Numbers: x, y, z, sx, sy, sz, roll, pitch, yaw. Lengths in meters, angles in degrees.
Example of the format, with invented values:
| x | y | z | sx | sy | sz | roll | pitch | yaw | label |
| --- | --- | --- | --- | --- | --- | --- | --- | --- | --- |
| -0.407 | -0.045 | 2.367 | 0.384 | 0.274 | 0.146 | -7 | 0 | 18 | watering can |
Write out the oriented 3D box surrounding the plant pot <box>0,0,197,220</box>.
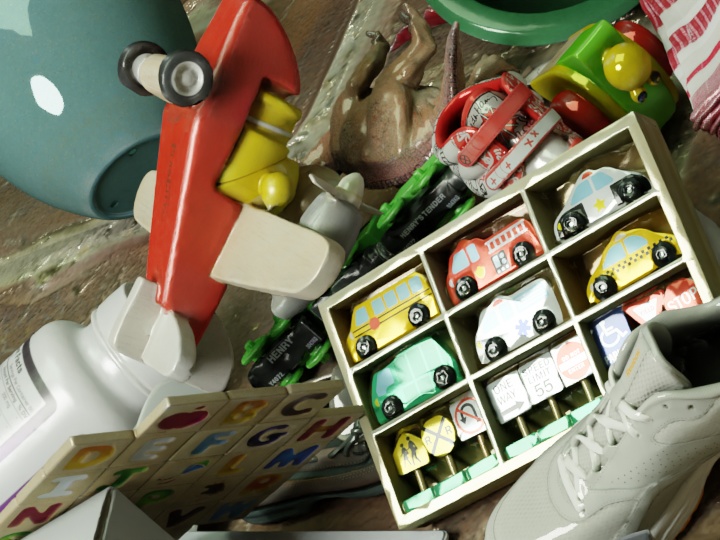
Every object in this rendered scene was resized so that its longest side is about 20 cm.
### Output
| x | y | z | sx | sy | sz | roll | pitch | yaw | label |
| --- | --- | --- | --- | --- | --- | --- | --- | --- | --- |
| -0.195 | -0.119 | 1.457 | 0.200 | 0.200 | 0.135 | -41 | 64 | 10 | plant pot |

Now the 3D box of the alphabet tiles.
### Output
| x | y | z | sx | sy | sz | roll | pitch | yaw | label |
| --- | --- | --- | --- | --- | --- | --- | --- | --- | --- |
| -0.096 | 0.105 | 0.959 | 0.200 | 0.165 | 0.006 | -45 | 58 | 45 | alphabet tiles |

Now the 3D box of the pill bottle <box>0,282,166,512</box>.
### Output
| x | y | z | sx | sy | sz | roll | pitch | yaw | label |
| --- | --- | --- | --- | --- | --- | --- | --- | --- | --- |
| -0.191 | 0.103 | 1.208 | 0.200 | 0.111 | 0.112 | -42 | 28 | 9 | pill bottle |

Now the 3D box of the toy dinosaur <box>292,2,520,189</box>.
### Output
| x | y | z | sx | sy | sz | roll | pitch | yaw | label |
| --- | --- | --- | --- | --- | --- | --- | --- | --- | --- |
| 0.016 | -0.074 | 1.153 | 0.200 | 0.086 | 0.136 | -23 | 35 | 59 | toy dinosaur |

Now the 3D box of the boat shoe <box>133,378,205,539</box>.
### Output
| x | y | z | sx | sy | sz | roll | pitch | yaw | label |
| --- | --- | --- | --- | --- | --- | --- | --- | --- | --- |
| -0.128 | 0.158 | 1.106 | 0.201 | 0.070 | 0.064 | -67 | 8 | -25 | boat shoe |

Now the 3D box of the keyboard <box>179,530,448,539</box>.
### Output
| x | y | z | sx | sy | sz | roll | pitch | yaw | label |
| --- | --- | --- | --- | --- | --- | --- | --- | --- | --- |
| -0.039 | 0.160 | 1.002 | 0.199 | 0.011 | 0.057 | -7 | 45 | 41 | keyboard |

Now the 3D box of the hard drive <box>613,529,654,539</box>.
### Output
| x | y | z | sx | sy | sz | roll | pitch | yaw | label |
| --- | --- | --- | --- | --- | --- | --- | --- | --- | --- |
| 0.050 | 0.201 | 0.811 | 0.199 | 0.042 | 0.136 | -31 | 32 | 29 | hard drive |

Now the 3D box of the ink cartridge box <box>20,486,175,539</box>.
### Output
| x | y | z | sx | sy | sz | roll | pitch | yaw | label |
| --- | --- | --- | --- | --- | --- | --- | --- | --- | --- |
| -0.152 | 0.234 | 0.942 | 0.199 | 0.145 | 0.145 | -31 | 30 | 26 | ink cartridge box |

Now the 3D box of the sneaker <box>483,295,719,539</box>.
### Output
| x | y | z | sx | sy | sz | roll | pitch | yaw | label |
| --- | --- | --- | --- | --- | --- | --- | --- | --- | --- |
| 0.121 | 0.061 | 0.824 | 0.200 | 0.092 | 0.076 | -40 | 48 | 17 | sneaker |

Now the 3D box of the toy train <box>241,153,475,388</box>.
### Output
| x | y | z | sx | sy | sz | roll | pitch | yaw | label |
| --- | --- | --- | --- | --- | --- | --- | --- | --- | --- |
| 0.000 | 0.000 | 1.120 | 0.200 | 0.042 | 0.057 | -45 | 10 | 30 | toy train |

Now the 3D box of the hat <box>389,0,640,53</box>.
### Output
| x | y | z | sx | sy | sz | roll | pitch | yaw | label |
| --- | --- | --- | --- | --- | --- | --- | --- | --- | --- |
| 0.118 | -0.174 | 1.237 | 0.165 | 0.176 | 0.201 | -32 | 57 | -6 | hat |

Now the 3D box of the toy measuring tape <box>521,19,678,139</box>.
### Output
| x | y | z | sx | sy | sz | roll | pitch | yaw | label |
| --- | --- | --- | --- | --- | --- | --- | --- | --- | --- |
| 0.133 | -0.097 | 1.090 | 0.074 | 0.073 | 0.200 | -50 | 5 | -7 | toy measuring tape |

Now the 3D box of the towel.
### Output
| x | y | z | sx | sy | sz | roll | pitch | yaw | label |
| --- | --- | --- | --- | --- | --- | --- | --- | --- | --- |
| 0.190 | -0.170 | 0.981 | 0.201 | 0.023 | 0.145 | -95 | 26 | -60 | towel |

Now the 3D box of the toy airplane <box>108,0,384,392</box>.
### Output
| x | y | z | sx | sy | sz | roll | pitch | yaw | label |
| --- | --- | --- | --- | --- | --- | --- | --- | --- | --- |
| -0.069 | -0.027 | 1.091 | 0.200 | 0.140 | 0.201 | -54 | 43 | 45 | toy airplane |

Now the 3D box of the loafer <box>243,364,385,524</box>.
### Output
| x | y | z | sx | sy | sz | roll | pitch | yaw | label |
| --- | --- | --- | --- | --- | --- | --- | --- | --- | --- |
| -0.012 | 0.082 | 1.032 | 0.199 | 0.063 | 0.072 | -27 | 35 | 34 | loafer |

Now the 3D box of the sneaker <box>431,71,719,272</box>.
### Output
| x | y | z | sx | sy | sz | roll | pitch | yaw | label |
| --- | --- | --- | --- | --- | --- | --- | --- | --- | --- |
| 0.105 | -0.039 | 0.978 | 0.067 | 0.108 | 0.201 | -48 | 27 | -2 | sneaker |

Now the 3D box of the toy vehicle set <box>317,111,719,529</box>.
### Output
| x | y | z | sx | sy | sz | roll | pitch | yaw | label |
| --- | --- | --- | --- | --- | --- | --- | --- | --- | --- |
| 0.080 | 0.028 | 0.935 | 0.199 | 0.026 | 0.125 | -32 | 70 | 27 | toy vehicle set |
